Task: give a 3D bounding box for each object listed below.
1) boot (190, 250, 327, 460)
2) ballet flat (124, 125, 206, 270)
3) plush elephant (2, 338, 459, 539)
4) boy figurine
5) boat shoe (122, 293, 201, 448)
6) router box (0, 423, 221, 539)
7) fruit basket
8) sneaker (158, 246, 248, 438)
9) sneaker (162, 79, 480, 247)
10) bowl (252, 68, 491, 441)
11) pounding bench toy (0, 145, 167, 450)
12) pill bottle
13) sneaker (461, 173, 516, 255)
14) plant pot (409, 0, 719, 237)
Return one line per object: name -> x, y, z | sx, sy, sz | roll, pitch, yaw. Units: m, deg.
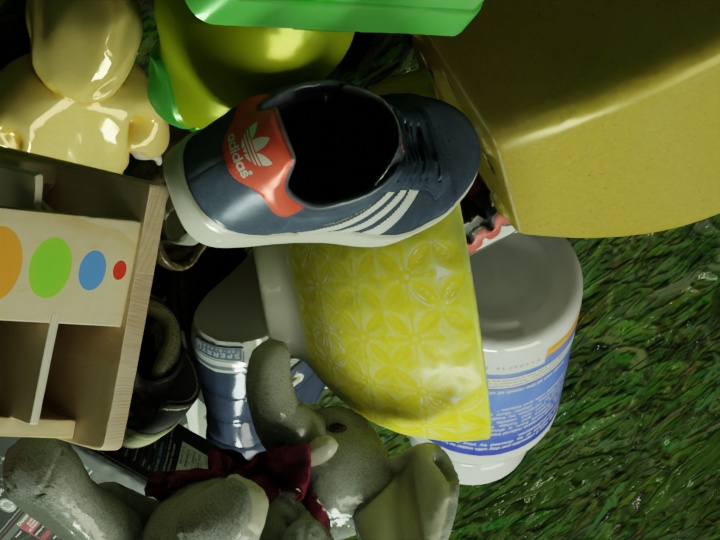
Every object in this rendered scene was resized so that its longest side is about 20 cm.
boot -> -0.031, 0.024, 1.685 | 0.200, 0.073, 0.090 | -40, 141, -42
ballet flat -> -0.059, -0.077, 1.553 | 0.070, 0.065, 0.200 | -1, 137, -47
plush elephant -> -0.045, 0.114, 1.496 | 0.200, 0.165, 0.155 | 53, 57, -34
boy figurine -> -0.152, -0.072, 1.445 | 0.124, 0.064, 0.200 | -5, 141, -20
boat shoe -> -0.120, 0.045, 1.521 | 0.065, 0.073, 0.200 | -27, 166, 14
router box -> -0.193, 0.138, 1.637 | 0.150, 0.062, 0.200 | 31, 124, -17
fruit basket -> -0.033, -0.159, 1.369 | 0.215, 0.156, 0.216 | -15, 169, -3
sneaker -> -0.107, 0.049, 1.703 | 0.074, 0.088, 0.200 | -47, 142, -44
sneaker -> 0.004, -0.055, 1.378 | 0.084, 0.075, 0.200 | -30, 170, 40
bowl -> 0.000, 0.000, 1.558 | 0.108, 0.200, 0.200 | -10, 152, -1
pounding bench toy -> -0.220, -0.001, 1.336 | 0.156, 0.200, 0.124 | 5, 97, -54
pill bottle -> 0.077, 0.055, 1.894 | 0.112, 0.112, 0.200 | -27, 153, -20
sneaker -> 0.089, -0.050, 1.777 | 0.200, 0.071, 0.098 | -36, 152, -5
plant pot -> 0.135, -0.129, 1.579 | 0.200, 0.194, 0.196 | -28, 154, -5
